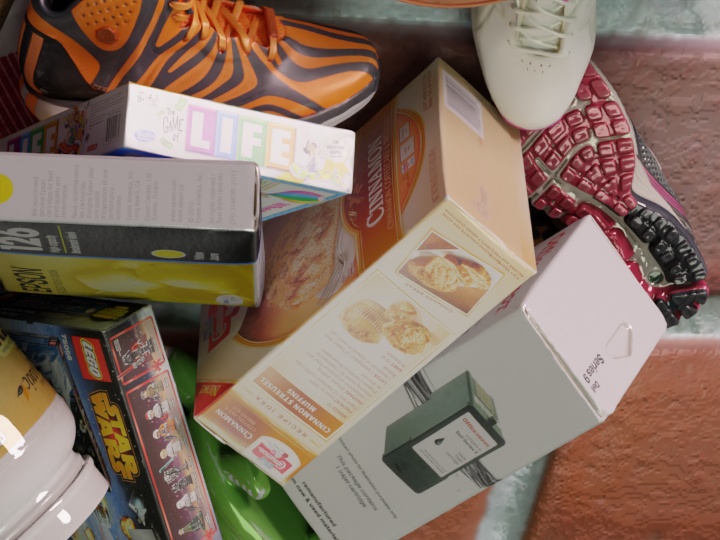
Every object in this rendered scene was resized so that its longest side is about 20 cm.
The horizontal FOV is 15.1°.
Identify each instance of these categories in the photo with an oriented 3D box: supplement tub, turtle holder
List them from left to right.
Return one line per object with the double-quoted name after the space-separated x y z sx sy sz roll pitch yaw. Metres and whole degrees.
-0.246 0.082 1.481 0.144 0.144 0.200 -38 99 10 "supplement tub"
-0.090 0.127 1.623 0.131 0.142 0.185 -31 143 30 "turtle holder"

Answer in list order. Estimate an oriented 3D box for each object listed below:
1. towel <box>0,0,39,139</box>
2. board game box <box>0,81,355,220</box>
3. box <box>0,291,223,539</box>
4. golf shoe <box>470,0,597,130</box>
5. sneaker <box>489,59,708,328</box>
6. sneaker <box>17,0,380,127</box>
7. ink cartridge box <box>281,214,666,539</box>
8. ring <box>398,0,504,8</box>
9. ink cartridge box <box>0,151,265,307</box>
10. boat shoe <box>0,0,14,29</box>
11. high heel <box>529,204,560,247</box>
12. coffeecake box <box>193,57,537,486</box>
-0.175 -0.148 1.463 0.143 0.023 0.201 -21 129 -4 "towel"
-0.111 -0.052 1.448 0.134 0.200 0.035 11 76 -31 "board game box"
-0.145 0.112 1.553 0.040 0.136 0.201 -29 113 -36 "box"
0.099 -0.164 1.491 0.075 0.092 0.201 6 116 2 "golf shoe"
0.137 -0.057 1.616 0.080 0.075 0.201 -25 115 14 "sneaker"
-0.080 -0.129 1.438 0.198 0.078 0.113 -4 136 -16 "sneaker"
0.063 0.068 1.572 0.199 0.146 0.084 -32 98 29 "ink cartridge box"
0.046 -0.224 1.360 0.199 0.019 0.202 0 119 1 "ring"
-0.150 -0.021 1.414 0.198 0.047 0.198 1 170 -1 "ink cartridge box"
-0.210 -0.183 1.373 0.065 0.072 0.201 20 138 10 "boat shoe"
0.062 0.048 1.674 0.142 0.072 0.200 37 106 -27 "high heel"
0.000 0.000 1.528 0.073 0.154 0.200 39 115 -23 "coffeecake box"
